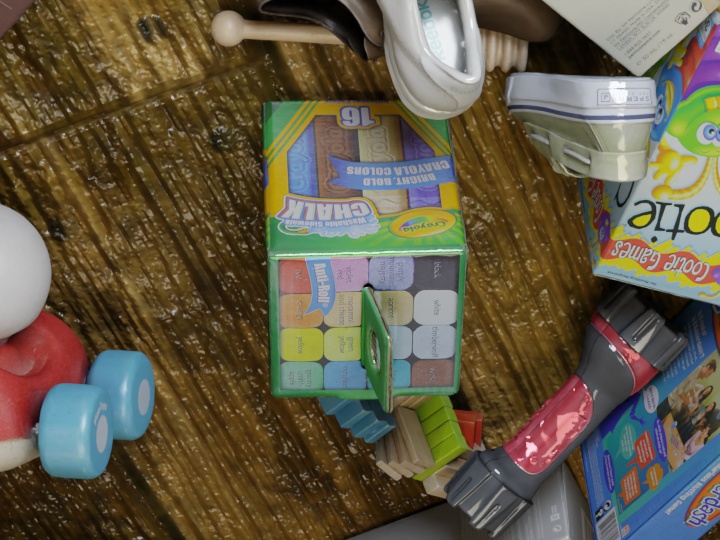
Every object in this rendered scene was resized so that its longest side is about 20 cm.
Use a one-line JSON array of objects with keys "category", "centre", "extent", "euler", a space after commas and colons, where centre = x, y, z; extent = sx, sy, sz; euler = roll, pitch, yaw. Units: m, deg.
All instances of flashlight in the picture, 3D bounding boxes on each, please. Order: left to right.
[{"category": "flashlight", "centre": [0.140, 0.098, 1.542], "extent": [0.068, 0.068, 0.200], "euler": [43, 98, -3]}]

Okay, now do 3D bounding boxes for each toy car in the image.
[{"category": "toy car", "centre": [-0.245, 0.023, 1.470], "extent": [0.183, 0.177, 0.201], "euler": [3, 103, 12]}]

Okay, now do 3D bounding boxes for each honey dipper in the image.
[{"category": "honey dipper", "centre": [0.005, -0.146, 1.391], "extent": [0.199, 0.038, 0.038], "euler": [2, 130, -1]}]

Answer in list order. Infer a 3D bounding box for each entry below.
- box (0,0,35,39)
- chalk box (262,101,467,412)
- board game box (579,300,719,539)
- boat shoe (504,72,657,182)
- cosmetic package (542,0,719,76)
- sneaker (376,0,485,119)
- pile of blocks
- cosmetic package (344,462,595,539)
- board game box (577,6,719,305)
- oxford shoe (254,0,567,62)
[{"category": "box", "centre": [-0.205, -0.224, 1.292], "extent": [0.100, 0.075, 0.200], "euler": [32, 120, -25]}, {"category": "chalk box", "centre": [0.000, 0.000, 1.393], "extent": [0.123, 0.201, 0.125], "euler": [0, 130, -2]}, {"category": "board game box", "centre": [0.233, 0.100, 1.528], "extent": [0.045, 0.153, 0.200], "euler": [27, 124, -23]}, {"category": "boat shoe", "centre": [0.129, -0.088, 1.343], "extent": [0.072, 0.200, 0.062], "euler": [2, 95, -7]}, {"category": "cosmetic package", "centre": [0.113, -0.215, 1.294], "extent": [0.200, 0.104, 0.073], "euler": [35, 118, -28]}, {"category": "sneaker", "centre": [0.025, -0.187, 1.260], "extent": [0.075, 0.088, 0.201], "euler": [-26, 89, -11]}, {"category": "pile of blocks", "centre": [0.027, 0.090, 1.556], "extent": [0.062, 0.082, 0.200], "euler": [-37, 122, 25]}, {"category": "cosmetic package", "centre": [0.084, 0.236, 1.679], "extent": [0.199, 0.090, 0.107], "euler": [-18, 128, 16]}, {"category": "board game box", "centre": [0.224, -0.091, 1.399], "extent": [0.102, 0.105, 0.201], "euler": [13, 127, -12]}, {"category": "oxford shoe", "centre": [0.028, -0.159, 1.338], "extent": [0.199, 0.085, 0.073], "euler": [10, 164, -7]}]
